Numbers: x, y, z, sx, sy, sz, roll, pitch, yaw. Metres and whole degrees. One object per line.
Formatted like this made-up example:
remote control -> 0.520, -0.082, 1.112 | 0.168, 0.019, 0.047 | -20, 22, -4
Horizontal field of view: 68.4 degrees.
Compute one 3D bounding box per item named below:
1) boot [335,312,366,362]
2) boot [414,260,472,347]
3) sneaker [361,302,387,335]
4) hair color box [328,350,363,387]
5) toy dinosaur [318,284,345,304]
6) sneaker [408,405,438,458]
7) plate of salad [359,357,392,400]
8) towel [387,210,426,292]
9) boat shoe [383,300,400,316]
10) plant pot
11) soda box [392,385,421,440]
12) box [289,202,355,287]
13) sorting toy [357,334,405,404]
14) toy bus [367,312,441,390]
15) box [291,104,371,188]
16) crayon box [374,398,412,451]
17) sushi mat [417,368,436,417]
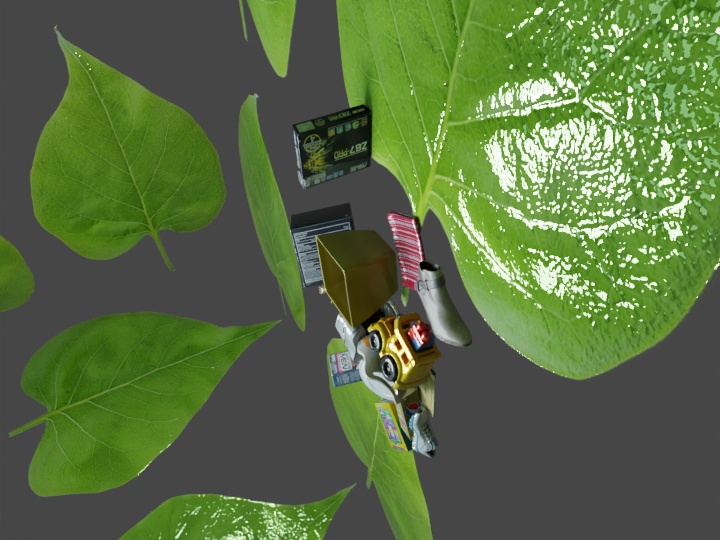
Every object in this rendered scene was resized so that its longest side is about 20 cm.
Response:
boot -> -0.027, 0.200, 1.644 | 0.096, 0.073, 0.203 | 45, 157, 29
boot -> 0.182, 0.066, 1.197 | 0.199, 0.068, 0.151 | 36, 141, 60
sneaker -> 0.030, 0.125, 1.649 | 0.205, 0.109, 0.073 | 67, 161, 8
hair color box -> -0.005, 0.318, 1.798 | 0.101, 0.193, 0.062 | -108, 7, -53
toy dinosaur -> -0.037, 0.064, 1.616 | 0.060, 0.193, 0.110 | -45, -56, -77
sneaker -> 0.204, 0.501, 1.632 | 0.086, 0.074, 0.204 | 26, 142, 40
plate of salad -> 0.087, 0.339, 1.712 | 0.194, 0.048, 0.205 | 15, 130, 19
towel -> 0.123, -0.042, 1.330 | 0.144, 0.022, 0.206 | 29, 136, 64
boat shoe -> 0.100, 0.195, 1.592 | 0.073, 0.063, 0.206 | -162, 55, -70
plant pot -> 0.000, 0.000, 1.496 | 0.200, 0.172, 0.205 | 48, 154, 48
soda box -> 0.153, 0.436, 1.668 | 0.064, 0.066, 0.204 | 46, 157, 50
box -> -0.104, -0.081, 1.652 | 0.124, 0.193, 0.204 | -100, -1, -61
sorting toy -> 0.078, 0.284, 1.501 | 0.199, 0.107, 0.181 | 43, -151, -7
toy bus -> 0.126, 0.182, 1.416 | 0.203, 0.132, 0.194 | 61, 144, 29
box -> -0.068, -0.308, 1.319 | 0.050, 0.195, 0.164 | 56, 158, 35
crayon box -> 0.129, 0.550, 1.914 | 0.200, 0.057, 0.177 | 136, 113, -71
sushi mat -> 0.192, 0.337, 1.554 | 0.096, 0.012, 0.204 | 51, 155, 43
